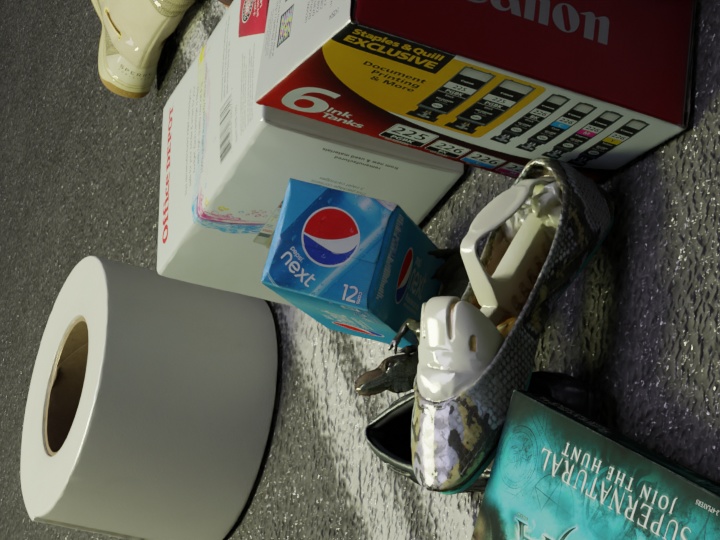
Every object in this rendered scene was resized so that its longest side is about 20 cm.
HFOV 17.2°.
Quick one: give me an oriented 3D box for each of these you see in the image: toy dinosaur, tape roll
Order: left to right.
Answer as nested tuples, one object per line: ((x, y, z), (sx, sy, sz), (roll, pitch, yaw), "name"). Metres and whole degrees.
((-0.162, 0.101, 1.803), (0.203, 0.138, 0.204), (-167, 90, -69), "tape roll")
((0.058, 0.013, 1.361), (0.200, 0.047, 0.088), (-53, 7, -26), "toy dinosaur")

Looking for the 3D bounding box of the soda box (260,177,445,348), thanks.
((0.000, 0.000, 1.409), (0.200, 0.067, 0.065), (43, -118, -76), "soda box")

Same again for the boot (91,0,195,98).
((-0.201, -0.284, 2.237), (0.156, 0.072, 0.201), (125, 149, -45), "boot")

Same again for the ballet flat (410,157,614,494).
((0.067, 0.021, 1.262), (0.201, 0.072, 0.072), (-60, 14, -24), "ballet flat")

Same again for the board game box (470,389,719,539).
((0.118, 0.151, 1.149), (0.200, 0.028, 0.136), (26, 101, 57), "board game box")

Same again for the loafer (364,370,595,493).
((0.064, 0.091, 1.318), (0.200, 0.070, 0.069), (160, 122, -65), "loafer")

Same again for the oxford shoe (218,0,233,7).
((-0.094, -0.258, 1.945), (0.200, 0.072, 0.072), (166, 115, -67), "oxford shoe")

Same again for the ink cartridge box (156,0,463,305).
((-0.037, -0.088, 1.588), (0.200, 0.144, 0.146), (132, 145, -51), "ink cartridge box")

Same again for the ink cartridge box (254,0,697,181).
((0.070, -0.125, 1.254), (0.175, 0.199, 0.084), (148, 134, -62), "ink cartridge box")
